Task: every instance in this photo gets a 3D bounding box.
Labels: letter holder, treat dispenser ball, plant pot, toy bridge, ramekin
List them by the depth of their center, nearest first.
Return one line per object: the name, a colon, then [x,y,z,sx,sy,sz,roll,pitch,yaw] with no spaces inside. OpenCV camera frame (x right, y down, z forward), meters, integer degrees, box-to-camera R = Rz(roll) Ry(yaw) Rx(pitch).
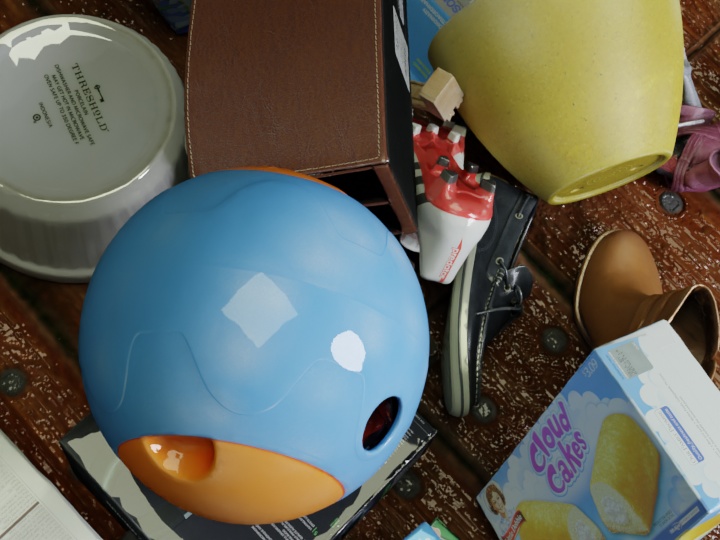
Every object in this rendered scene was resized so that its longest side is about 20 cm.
treat dispenser ball: [-0.060,0.042,0.651,0.198,0.201,0.203,3,66,-6]
letter holder: [-0.041,-0.129,0.790,0.140,0.101,0.202,-7,65,12]
ramekin: [-0.215,-0.099,0.852,0.200,0.094,0.205,3,67,-6]
plant pot: [0.167,-0.135,0.874,0.198,0.200,0.144,-16,81,-14]
toy bridge: [-0.002,-0.167,0.895,0.199,0.067,0.027,32,85,28]

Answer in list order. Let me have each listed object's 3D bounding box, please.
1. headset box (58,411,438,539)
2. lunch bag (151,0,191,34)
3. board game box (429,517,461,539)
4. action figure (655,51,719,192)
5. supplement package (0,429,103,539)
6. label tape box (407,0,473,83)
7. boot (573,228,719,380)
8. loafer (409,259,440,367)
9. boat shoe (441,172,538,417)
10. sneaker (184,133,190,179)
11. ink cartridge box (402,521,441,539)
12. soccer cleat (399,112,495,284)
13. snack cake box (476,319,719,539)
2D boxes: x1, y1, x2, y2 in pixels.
headset box: [-0.080,0.129,0.772,0.174,0.093,0.200,42,69,11]
lunch bag: [-0.098,-0.302,0.884,0.198,0.170,0.129,-18,70,8]
board game box: [0.038,0.287,0.755,0.134,0.029,0.200,40,68,10]
action figure: [0.313,-0.099,0.938,0.197,0.150,0.135,-7,36,9]
supplement package: [-0.237,0.181,0.720,0.200,0.110,0.114,43,68,12]
label tape box: [0.062,-0.247,0.968,0.199,0.063,0.144,-36,75,-20]
boot: [0.210,0.037,0.816,0.073,0.155,0.202,6,66,-5]
loafer: [0.000,0.000,0.859,0.071,0.073,0.202,-13,76,-31]
boat shoe: [0.098,0.016,0.856,0.061,0.075,0.202,11,61,4]
sneaker: [-0.080,-0.102,0.883,0.077,0.092,0.200,31,41,11]
ink cartridge box: [-0.001,0.269,0.705,0.199,0.068,0.115,-36,75,-20]
soccer cleat: [0.051,-0.062,0.857,0.068,0.086,0.200,14,23,-17]
snack cake box: [0.161,0.139,0.730,0.067,0.201,0.116,-17,61,-31]
